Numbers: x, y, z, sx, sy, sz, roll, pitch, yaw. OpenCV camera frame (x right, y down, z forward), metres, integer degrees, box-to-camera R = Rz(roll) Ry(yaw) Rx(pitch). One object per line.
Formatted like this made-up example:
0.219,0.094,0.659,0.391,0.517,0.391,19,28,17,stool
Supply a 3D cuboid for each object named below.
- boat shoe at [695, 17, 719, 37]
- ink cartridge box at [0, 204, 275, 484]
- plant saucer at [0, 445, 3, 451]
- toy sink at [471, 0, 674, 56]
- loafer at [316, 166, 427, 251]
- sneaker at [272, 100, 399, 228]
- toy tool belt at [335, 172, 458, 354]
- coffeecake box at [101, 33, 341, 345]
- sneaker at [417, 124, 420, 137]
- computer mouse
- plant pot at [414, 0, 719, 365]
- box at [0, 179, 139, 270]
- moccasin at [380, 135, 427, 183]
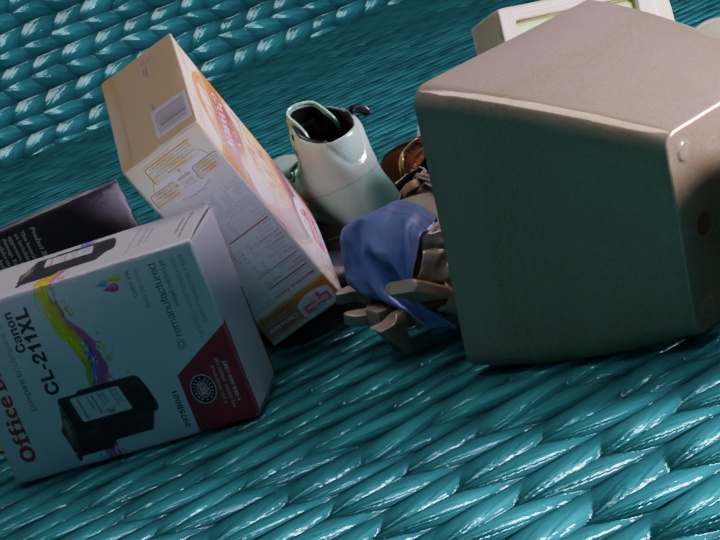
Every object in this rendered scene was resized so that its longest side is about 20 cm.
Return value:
0.280,-0.129,1.715,0.074,0.066,0.200,10,55,35,boat shoe
-0.183,0.057,1.461,0.199,0.147,0.083,-17,17,12,ink cartridge box
-0.218,0.092,1.636,0.199,0.031,0.200,-18,13,4,plant saucer
0.220,-0.188,1.822,0.198,0.131,0.112,-12,-2,-12,toy sink
-0.008,-0.041,1.760,0.199,0.070,0.075,-21,11,-32,loafer
-0.038,-0.101,1.685,0.074,0.119,0.200,-36,28,-20,sneaker
0.033,-0.005,1.455,0.122,0.126,0.200,-16,9,-27,toy tool belt
-0.108,-0.063,1.551,0.073,0.200,0.154,-34,33,8,coffeecake box
0.108,-0.132,2.038,0.088,0.076,0.200,1,15,7,sneaker
0.000,0.000,1.640,0.199,0.053,0.138,-25,14,-21,computer mouse
0.180,-0.055,1.310,0.176,0.201,0.199,7,28,45,plant pot
-0.300,0.030,1.726,0.198,0.124,0.200,-25,0,-30,box
0.070,-0.085,1.868,0.077,0.074,0.201,-14,19,-26,moccasin
